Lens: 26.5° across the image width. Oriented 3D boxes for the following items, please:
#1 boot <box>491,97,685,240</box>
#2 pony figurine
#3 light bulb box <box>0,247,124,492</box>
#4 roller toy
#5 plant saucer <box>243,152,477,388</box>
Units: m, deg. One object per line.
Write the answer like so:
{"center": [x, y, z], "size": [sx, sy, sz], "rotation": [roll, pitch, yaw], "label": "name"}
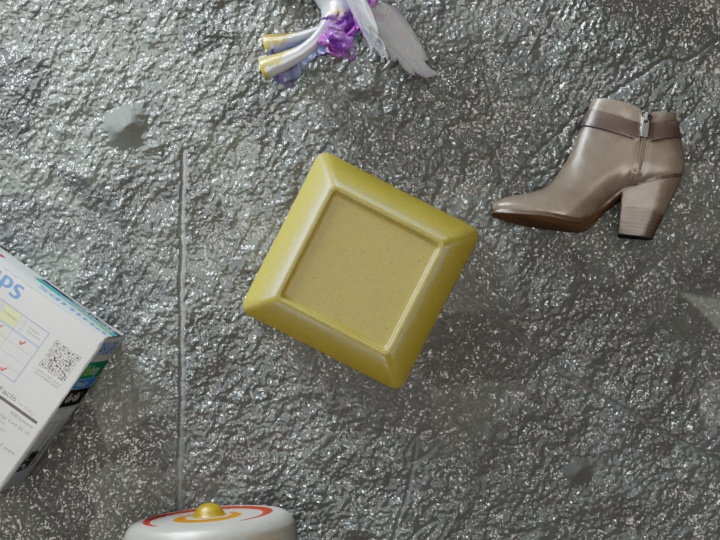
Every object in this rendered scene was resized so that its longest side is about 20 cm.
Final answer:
{"center": [0.250, -0.114, 1.658], "size": [0.200, 0.070, 0.146], "rotation": [8, 84, -1], "label": "boot"}
{"center": [-0.020, -0.277, 1.625], "size": [0.200, 0.167, 0.193], "rotation": [-23, 82, 16], "label": "pony figurine"}
{"center": [-0.392, 0.095, 1.626], "size": [0.198, 0.125, 0.200], "rotation": [36, 89, 1], "label": "light bulb box"}
{"center": [-0.154, 0.313, 1.594], "size": [0.182, 0.200, 0.140], "rotation": [-5, 89, 6], "label": "roller toy"}
{"center": [0.000, 0.000, 1.663], "size": [0.200, 0.048, 0.200], "rotation": [27, 89, 0], "label": "plant saucer"}
